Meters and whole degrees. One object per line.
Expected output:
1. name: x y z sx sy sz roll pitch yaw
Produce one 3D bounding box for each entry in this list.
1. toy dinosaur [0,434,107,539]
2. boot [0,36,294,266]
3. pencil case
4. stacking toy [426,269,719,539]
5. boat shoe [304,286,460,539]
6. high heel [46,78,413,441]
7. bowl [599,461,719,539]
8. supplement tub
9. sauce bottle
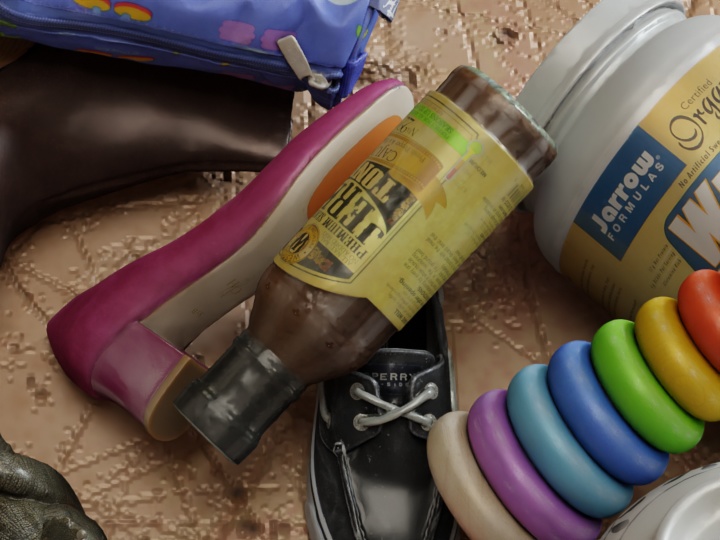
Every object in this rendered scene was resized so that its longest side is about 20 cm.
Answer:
1. toy dinosaur: -0.142 0.117 1.056 0.200 0.102 0.077 36 88 27
2. boot: -0.117 -0.061 1.159 0.165 0.073 0.201 7 57 1
3. pencil case: -0.085 -0.129 1.135 0.198 0.078 0.087 13 39 -8
4. stacking toy: 0.126 0.045 1.036 0.200 0.085 0.086 -39 65 17
5. boat shoe: 0.013 0.059 1.105 0.071 0.068 0.201 3 60 -3
6. high heel: -0.061 -0.020 1.119 0.096 0.067 0.201 36 91 38
7. bowl: 0.165 0.142 0.981 0.199 0.095 0.202 -6 48 7
8. supplement tub: 0.171 -0.026 1.123 0.200 0.145 0.145 40 65 17
9. sauce bottle: 0.000 0.000 1.065 0.065 0.065 0.200 41 86 17
